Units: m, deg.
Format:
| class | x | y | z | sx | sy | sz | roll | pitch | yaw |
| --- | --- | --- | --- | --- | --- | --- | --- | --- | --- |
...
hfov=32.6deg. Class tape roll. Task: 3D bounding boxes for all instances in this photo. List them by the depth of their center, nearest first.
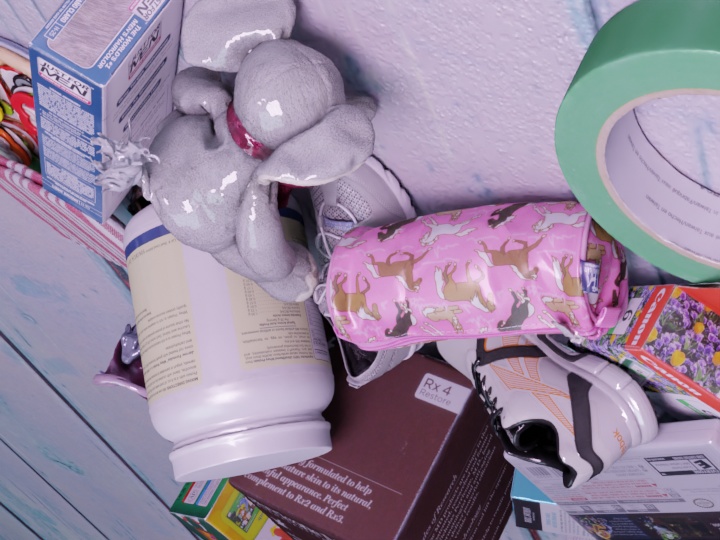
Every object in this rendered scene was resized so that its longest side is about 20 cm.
| class | x | y | z | sx | sy | sz | roll | pitch | yaw |
| --- | --- | --- | --- | --- | --- | --- | --- | --- | --- |
| tape roll | 0.204 | -0.061 | 0.661 | 0.198 | 0.049 | 0.201 | 23 | 152 | 13 |

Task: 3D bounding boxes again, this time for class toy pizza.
| class | x | y | z | sx | sy | sz | roll | pitch | yaw |
| --- | --- | --- | --- | --- | --- | --- | --- | --- | --- |
| toy pizza | -0.288 | -0.126 | 1.071 | 0.198 | 0.032 | 0.201 | 24 | 153 | 13 |

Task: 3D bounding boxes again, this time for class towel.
| class | x | y | z | sx | sy | sz | roll | pitch | yaw |
| --- | --- | --- | --- | --- | --- | --- | --- | --- | --- |
| towel | -0.243 | -0.050 | 1.067 | 0.199 | 0.030 | 0.146 | 23 | 166 | 38 |

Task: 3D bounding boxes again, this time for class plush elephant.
| class | x | y | z | sx | sy | sz | roll | pitch | yaw |
| --- | --- | --- | --- | --- | --- | --- | --- | --- | --- |
| plush elephant | -0.060 | -0.088 | 0.794 | 0.154 | 0.167 | 0.199 | -29 | 163 | 21 |

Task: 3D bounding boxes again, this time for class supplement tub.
| class | x | y | z | sx | sy | sz | roll | pitch | yaw |
| --- | --- | --- | --- | --- | --- | --- | --- | --- | --- |
| supplement tub | -0.099 | 0.049 | 0.946 | 0.143 | 0.203 | 0.145 | -11 | 167 | -3 |

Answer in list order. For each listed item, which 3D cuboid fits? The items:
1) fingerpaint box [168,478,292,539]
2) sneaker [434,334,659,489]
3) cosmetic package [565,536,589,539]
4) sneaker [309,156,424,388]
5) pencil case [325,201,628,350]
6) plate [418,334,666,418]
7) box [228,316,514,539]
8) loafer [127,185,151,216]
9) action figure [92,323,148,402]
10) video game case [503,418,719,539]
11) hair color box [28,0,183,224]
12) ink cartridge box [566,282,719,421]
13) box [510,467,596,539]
| class | x | y | z | sx | sy | sz | roll | pitch | yaw |
| --- | --- | --- | --- | --- | --- | --- | --- | --- | --- |
| fingerpaint box | -0.070 | 0.202 | 1.230 | 0.073 | 0.201 | 0.167 | -4 | 139 | 50 |
| sneaker | 0.109 | 0.081 | 0.859 | 0.199 | 0.080 | 0.074 | 28 | 148 | 51 |
| cosmetic package | 0.268 | 0.296 | 1.161 | 0.071 | 0.102 | 0.199 | 38 | 154 | -18 |
| sneaker | 0.000 | 0.000 | 0.914 | 0.074 | 0.082 | 0.202 | 8 | 130 | 38 |
| pencil case | 0.074 | 0.006 | 0.819 | 0.197 | 0.087 | 0.084 | -5 | 124 | 29 |
| plate | 0.137 | 0.083 | 0.999 | 0.198 | 0.033 | 0.201 | 28 | 154 | 6 |
| box | 0.025 | 0.175 | 1.056 | 0.164 | 0.165 | 0.200 | 19 | 159 | 31 |
| loafer | -0.166 | -0.054 | 1.034 | 0.071 | 0.063 | 0.200 | 34 | 154 | -6 |
| action figure | -0.188 | 0.136 | 1.313 | 0.132 | 0.150 | 0.202 | 16 | 137 | 14 |
| video game case | 0.229 | 0.173 | 0.898 | 0.182 | 0.024 | 0.199 | 43 | 148 | -23 |
| hair color box | -0.181 | -0.126 | 0.881 | 0.060 | 0.101 | 0.200 | 30 | 154 | 2 |
| ink cartridge box | 0.218 | 0.058 | 0.786 | 0.108 | 0.051 | 0.200 | 33 | 173 | -8 |
| box | 0.227 | 0.194 | 1.026 | 0.197 | 0.050 | 0.083 | 7 | 153 | 14 |
